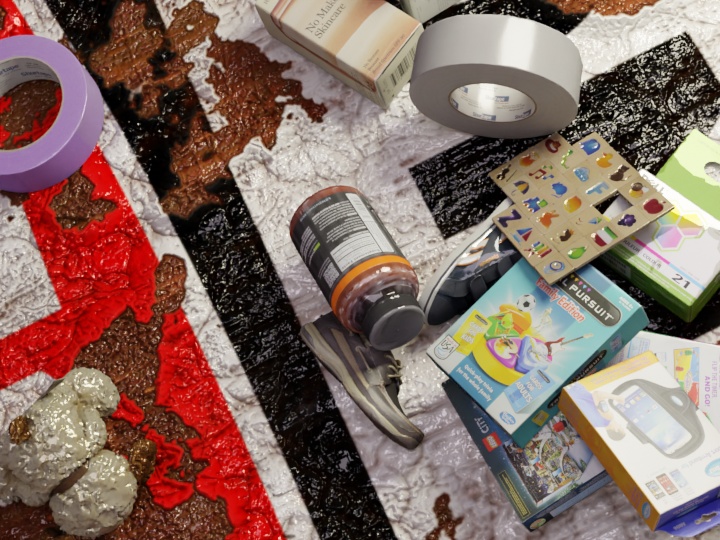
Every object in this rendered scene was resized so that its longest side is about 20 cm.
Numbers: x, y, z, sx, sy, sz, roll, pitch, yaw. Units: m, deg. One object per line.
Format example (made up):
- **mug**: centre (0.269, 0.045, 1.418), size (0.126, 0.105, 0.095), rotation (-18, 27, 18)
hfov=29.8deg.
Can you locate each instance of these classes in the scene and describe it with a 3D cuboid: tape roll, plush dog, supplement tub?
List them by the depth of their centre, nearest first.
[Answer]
- **supplement tub**: centre (0.000, 0.000, 1.580), size (0.107, 0.107, 0.200), rotation (-31, 53, -1)
- **plush dog**: centre (-0.335, 0.231, 1.582), size (0.172, 0.160, 0.200), rotation (45, 84, -2)
- **tape roll**: centre (0.160, -0.226, 1.598), size (0.200, 0.200, 0.066), rotation (5, 72, 13)
- **tape roll**: centre (-0.443, -0.206, 1.784), size (0.200, 0.066, 0.201), rotation (-4, 70, 10)

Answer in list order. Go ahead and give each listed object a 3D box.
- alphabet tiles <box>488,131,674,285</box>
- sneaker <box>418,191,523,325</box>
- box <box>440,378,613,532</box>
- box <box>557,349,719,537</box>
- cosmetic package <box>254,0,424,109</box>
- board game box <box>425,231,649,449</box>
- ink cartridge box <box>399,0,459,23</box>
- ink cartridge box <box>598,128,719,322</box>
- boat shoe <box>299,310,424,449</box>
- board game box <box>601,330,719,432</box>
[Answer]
- **alphabet tiles**: centre (0.237, -0.083, 1.563), size (0.167, 0.008, 0.200), rotation (-31, 44, -4)
- **sneaker**: centre (0.153, -0.002, 1.588), size (0.079, 0.078, 0.200), rotation (39, 81, 26)
- **box**: centre (0.194, 0.171, 1.511), size (0.136, 0.038, 0.200), rotation (-34, 54, 6)
- **box**: centre (0.312, 0.183, 1.419), size (0.119, 0.042, 0.200), rotation (-21, 52, -21)
- **cosmetic package**: centre (-0.022, -0.307, 1.723), size (0.200, 0.087, 0.103), rotation (34, 82, 20)
- **board game box**: centre (0.195, 0.074, 1.511), size (0.200, 0.047, 0.151), rotation (-44, 54, -3)
- **ink cartridge box**: centre (0.131, -0.406, 1.687), size (0.200, 0.162, 0.050), rotation (-34, 70, -2)
- **ink cartridge box**: centre (0.382, -0.066, 1.566), size (0.148, 0.076, 0.200), rotation (38, 83, 20)
- **boat shoe**: centre (0.012, 0.119, 1.577), size (0.073, 0.075, 0.200), rotation (-41, 70, -4)
- **board game box**: centre (0.360, 0.154, 1.514), size (0.200, 0.040, 0.153), rotation (11, 74, 15)
